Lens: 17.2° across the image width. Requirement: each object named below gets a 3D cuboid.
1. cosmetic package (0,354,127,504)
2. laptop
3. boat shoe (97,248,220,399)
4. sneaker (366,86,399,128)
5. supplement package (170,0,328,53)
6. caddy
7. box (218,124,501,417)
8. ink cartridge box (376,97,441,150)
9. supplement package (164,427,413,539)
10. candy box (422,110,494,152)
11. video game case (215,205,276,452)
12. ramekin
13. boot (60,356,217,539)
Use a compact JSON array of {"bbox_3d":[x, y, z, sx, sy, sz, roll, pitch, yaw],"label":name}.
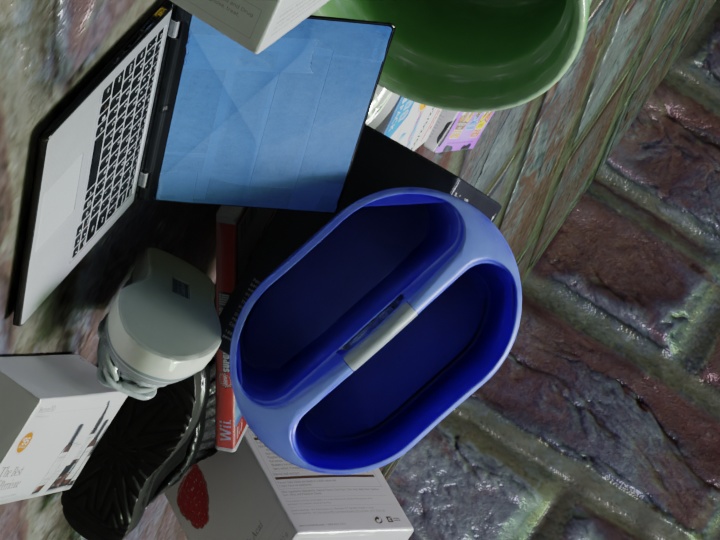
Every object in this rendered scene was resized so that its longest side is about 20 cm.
[{"bbox_3d":[-0.209,0.100,1.505,0.083,0.050,0.200,-60,171,4],"label":"cosmetic package"},{"bbox_3d":[-0.095,-0.055,1.399,0.200,0.116,0.188,-52,168,-35],"label":"laptop"},{"bbox_3d":[-0.133,0.046,1.523,0.072,0.070,0.201,-61,-173,13],"label":"boat shoe"},{"bbox_3d":[0.005,-0.181,1.712,0.201,0.073,0.085,-60,154,-9],"label":"sneaker"},{"bbox_3d":[-0.037,-0.229,1.137,0.117,0.117,0.201,-44,164,-55],"label":"supplement package"},{"bbox_3d":[0.008,0.036,1.513,0.200,0.141,0.105,-42,-171,-1],"label":"caddy"},{"bbox_3d":[0.000,0.000,1.673,0.183,0.104,0.200,-60,168,2],"label":"box"},{"bbox_3d":[0.026,-0.145,1.885,0.200,0.068,0.115,-44,163,-57],"label":"ink cartridge box"},{"bbox_3d":[-0.070,0.174,1.907,0.119,0.200,0.122,2,132,-37],"label":"supplement package"},{"bbox_3d":[0.105,-0.207,2.090,0.201,0.071,0.168,-59,170,10],"label":"candy box"},{"bbox_3d":[-0.078,0.011,1.732,0.143,0.017,0.201,-65,160,-55],"label":"video game case"},{"bbox_3d":[0.062,-0.208,1.501,0.098,0.199,0.200,-60,174,-41],"label":"ramekin"},{"bbox_3d":[-0.139,0.094,1.763,0.158,0.079,0.211,-42,167,-49],"label":"boot"}]
